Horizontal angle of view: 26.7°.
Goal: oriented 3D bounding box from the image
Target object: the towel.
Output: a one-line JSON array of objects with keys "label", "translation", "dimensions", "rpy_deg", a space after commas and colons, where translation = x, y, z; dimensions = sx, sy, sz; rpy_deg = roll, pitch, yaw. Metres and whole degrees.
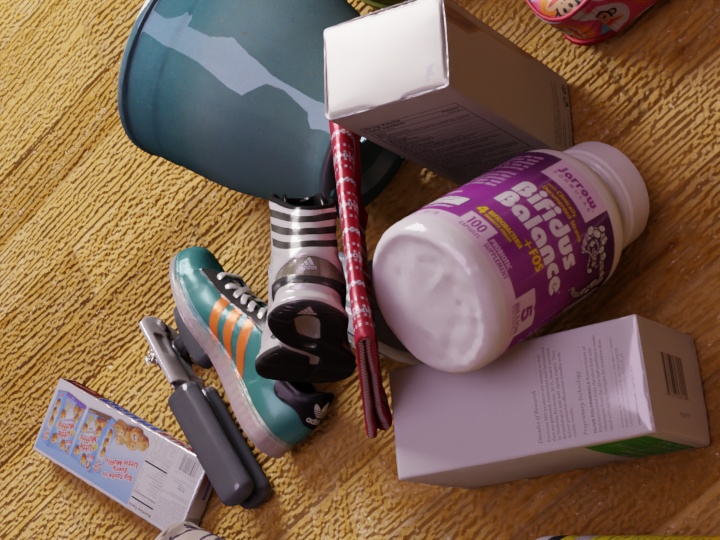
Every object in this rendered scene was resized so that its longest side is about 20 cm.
[{"label": "towel", "translation": [0.000, 0.000, 1.091], "dimensions": [0.022, 0.145, 0.201], "rpy_deg": [-7, 56, 0]}]

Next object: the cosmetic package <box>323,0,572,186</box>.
[{"label": "cosmetic package", "translation": [0.068, -0.127, 1.112], "dimensions": [0.105, 0.200, 0.072], "rpy_deg": [-11, 72, 29]}]

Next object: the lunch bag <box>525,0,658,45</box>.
[{"label": "lunch bag", "translation": [0.192, -0.288, 1.141], "dimensions": [0.200, 0.082, 0.177], "rpy_deg": [-36, 61, 23]}]

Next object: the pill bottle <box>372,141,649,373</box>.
[{"label": "pill bottle", "translation": [0.111, -0.018, 1.052], "dimensions": [0.112, 0.200, 0.113], "rpy_deg": [27, 132, 35]}]

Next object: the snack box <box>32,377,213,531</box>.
[{"label": "snack box", "translation": [-0.209, 0.164, 1.338], "dimensions": [0.199, 0.024, 0.072], "rpy_deg": [23, 93, 36]}]

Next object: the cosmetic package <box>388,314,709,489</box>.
[{"label": "cosmetic package", "translation": [0.131, 0.097, 1.073], "dimensions": [0.199, 0.107, 0.085], "rpy_deg": [-17, 71, 32]}]

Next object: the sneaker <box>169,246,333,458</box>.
[{"label": "sneaker", "translation": [-0.086, 0.052, 1.259], "dimensions": [0.080, 0.071, 0.201], "rpy_deg": [-39, 68, 19]}]

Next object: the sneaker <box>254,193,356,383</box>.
[{"label": "sneaker", "translation": [-0.036, 0.010, 1.124], "dimensions": [0.075, 0.201, 0.116], "rpy_deg": [4, 68, -4]}]

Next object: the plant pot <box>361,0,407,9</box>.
[{"label": "plant pot", "translation": [0.002, -0.336, 1.215], "dimensions": [0.199, 0.193, 0.202], "rpy_deg": [-9, 74, 32]}]

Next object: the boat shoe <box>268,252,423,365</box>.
[{"label": "boat shoe", "translation": [0.018, 0.031, 1.193], "dimensions": [0.199, 0.067, 0.074], "rpy_deg": [27, 73, 35]}]

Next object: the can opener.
[{"label": "can opener", "translation": [-0.130, 0.109, 1.281], "dimensions": [0.066, 0.053, 0.201], "rpy_deg": [-39, 60, 19]}]

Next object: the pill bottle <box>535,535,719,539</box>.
[{"label": "pill bottle", "translation": [0.204, 0.229, 0.985], "dimensions": [0.199, 0.112, 0.113], "rpy_deg": [-7, 75, 33]}]

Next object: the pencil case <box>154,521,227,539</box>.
[{"label": "pencil case", "translation": [-0.088, 0.270, 1.193], "dimensions": [0.199, 0.078, 0.090], "rpy_deg": [18, 54, 36]}]

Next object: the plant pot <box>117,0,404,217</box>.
[{"label": "plant pot", "translation": [-0.060, -0.141, 1.219], "dimensions": [0.187, 0.200, 0.201], "rpy_deg": [32, 97, 23]}]
